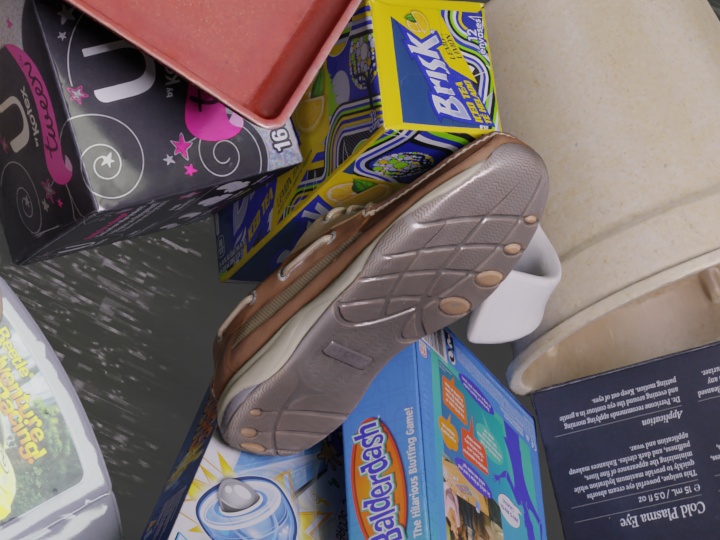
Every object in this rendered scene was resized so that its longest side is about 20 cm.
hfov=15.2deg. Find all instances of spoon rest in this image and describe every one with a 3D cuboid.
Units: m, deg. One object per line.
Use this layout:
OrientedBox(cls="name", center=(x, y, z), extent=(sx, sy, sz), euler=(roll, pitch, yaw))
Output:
OrientedBox(cls="spoon rest", center=(0.046, -0.027, 1.332), extent=(0.060, 0.200, 0.100), euler=(11, 116, -29))

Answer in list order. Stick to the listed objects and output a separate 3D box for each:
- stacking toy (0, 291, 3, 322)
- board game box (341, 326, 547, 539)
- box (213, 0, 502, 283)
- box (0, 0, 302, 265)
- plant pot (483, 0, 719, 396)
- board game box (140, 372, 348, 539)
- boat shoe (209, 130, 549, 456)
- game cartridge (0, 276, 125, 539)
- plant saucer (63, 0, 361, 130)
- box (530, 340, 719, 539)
OrientedBox(cls="stacking toy", center=(-0.264, 0.030, 1.197), extent=(0.199, 0.085, 0.086), euler=(-26, 91, -21))
OrientedBox(cls="board game box", center=(0.045, 0.131, 1.293), extent=(0.152, 0.045, 0.201), euler=(46, 32, -49))
OrientedBox(cls="box", center=(-0.007, -0.057, 1.296), extent=(0.064, 0.200, 0.070), euler=(3, 68, -25))
OrientedBox(cls="box", center=(-0.128, -0.119, 1.292), extent=(0.114, 0.132, 0.201), euler=(-16, 86, -27))
OrientedBox(cls="plant pot", center=(0.137, -0.059, 1.390), extent=(0.200, 0.200, 0.184), euler=(-13, 73, -27))
OrientedBox(cls="board game box", center=(-0.032, 0.132, 1.277), extent=(0.135, 0.034, 0.200), euler=(42, 27, -13))
OrientedBox(cls="boat shoe", center=(0.000, 0.000, 1.239), extent=(0.076, 0.200, 0.072), euler=(32, 24, -45))
OrientedBox(cls="game cartridge", center=(-0.197, 0.081, 1.273), extent=(0.133, 0.041, 0.201), euler=(-30, 93, -31))
OrientedBox(cls="plant saucer", center=(-0.081, -0.181, 1.224), extent=(0.199, 0.037, 0.200), euler=(33, 61, -5))
OrientedBox(cls="box", center=(0.208, 0.125, 1.353), extent=(0.104, 0.199, 0.183), euler=(-4, 80, -48))
